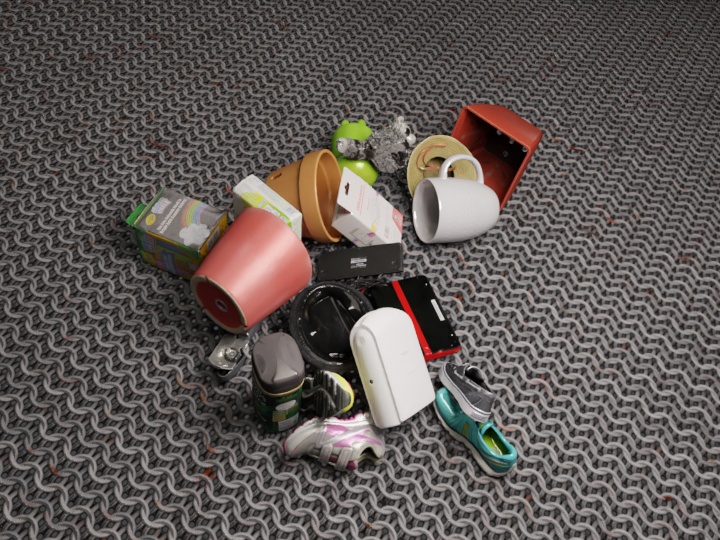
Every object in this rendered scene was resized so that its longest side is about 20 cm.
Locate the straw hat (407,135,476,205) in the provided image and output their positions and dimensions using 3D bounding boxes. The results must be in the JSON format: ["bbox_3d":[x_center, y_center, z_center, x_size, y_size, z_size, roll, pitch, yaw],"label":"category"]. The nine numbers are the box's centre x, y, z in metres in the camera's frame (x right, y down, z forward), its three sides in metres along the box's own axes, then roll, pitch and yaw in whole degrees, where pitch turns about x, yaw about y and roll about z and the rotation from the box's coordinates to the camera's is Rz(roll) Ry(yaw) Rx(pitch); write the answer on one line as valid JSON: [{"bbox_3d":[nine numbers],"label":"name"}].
[{"bbox_3d":[0.186,-0.236,1.584,0.197,0.205,0.085,-11,16,-17],"label":"straw hat"}]

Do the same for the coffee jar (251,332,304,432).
[{"bbox_3d":[-0.149,0.201,1.142,0.084,0.202,0.105,-14,56,-19],"label":"coffee jar"}]

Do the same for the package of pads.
[{"bbox_3d":[-0.197,-0.086,1.347,0.154,0.201,0.068,38,58,19],"label":"package of pads"}]

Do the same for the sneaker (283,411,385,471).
[{"bbox_3d":[-0.039,0.315,1.151,0.196,0.082,0.089,-6,53,-13],"label":"sneaker"}]

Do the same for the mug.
[{"bbox_3d":[0.229,-0.168,1.489,0.172,0.204,0.147,-4,14,-20],"label":"mug"}]

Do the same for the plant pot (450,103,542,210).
[{"bbox_3d":[0.345,-0.304,1.616,0.199,0.202,0.176,38,46,18],"label":"plant pot"}]

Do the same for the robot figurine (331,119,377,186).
[{"bbox_3d":[-0.016,-0.279,1.574,0.172,0.117,0.203,-1,54,-3],"label":"robot figurine"}]

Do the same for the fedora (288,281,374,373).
[{"bbox_3d":[-0.057,0.125,1.282,0.196,0.092,0.204,5,57,-7],"label":"fedora"}]

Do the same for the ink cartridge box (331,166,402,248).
[{"bbox_3d":[0.005,-0.123,1.427,0.199,0.067,0.118,38,43,-31],"label":"ink cartridge box"}]

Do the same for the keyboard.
[{"bbox_3d":[0.000,0.000,1.400,0.196,0.040,0.106,-7,58,15],"label":"keyboard"}]

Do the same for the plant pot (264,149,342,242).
[{"bbox_3d":[-0.125,-0.158,1.428,0.137,0.201,0.203,-5,50,18],"label":"plant pot"}]

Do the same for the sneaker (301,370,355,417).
[{"bbox_3d":[-0.044,0.222,1.162,0.089,0.199,0.080,7,83,-21],"label":"sneaker"}]

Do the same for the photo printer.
[{"bbox_3d":[0.059,0.171,1.196,0.165,0.069,0.204,-10,82,-59],"label":"photo printer"}]

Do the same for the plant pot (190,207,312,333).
[{"bbox_3d":[-0.218,0.011,1.240,0.199,0.202,0.178,31,54,14],"label":"plant pot"}]

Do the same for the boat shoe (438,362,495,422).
[{"bbox_3d":[0.205,0.211,1.219,0.071,0.069,0.200,22,11,-12],"label":"boat shoe"}]

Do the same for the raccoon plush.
[{"bbox_3d":[0.041,-0.320,1.502,0.197,0.097,0.136,18,44,-23],"label":"raccoon plush"}]

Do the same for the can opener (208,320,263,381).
[{"bbox_3d":[-0.238,0.134,1.278,0.052,0.068,0.201,17,40,10],"label":"can opener"}]

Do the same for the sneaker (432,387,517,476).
[{"bbox_3d":[0.221,0.293,1.212,0.077,0.080,0.200,-33,64,-29],"label":"sneaker"}]

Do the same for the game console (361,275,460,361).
[{"bbox_3d":[0.100,0.107,1.367,0.174,0.031,0.202,-11,57,-21],"label":"game console"}]

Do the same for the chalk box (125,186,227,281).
[{"bbox_3d":[-0.396,-0.079,1.360,0.197,0.125,0.126,21,54,8],"label":"chalk box"}]
